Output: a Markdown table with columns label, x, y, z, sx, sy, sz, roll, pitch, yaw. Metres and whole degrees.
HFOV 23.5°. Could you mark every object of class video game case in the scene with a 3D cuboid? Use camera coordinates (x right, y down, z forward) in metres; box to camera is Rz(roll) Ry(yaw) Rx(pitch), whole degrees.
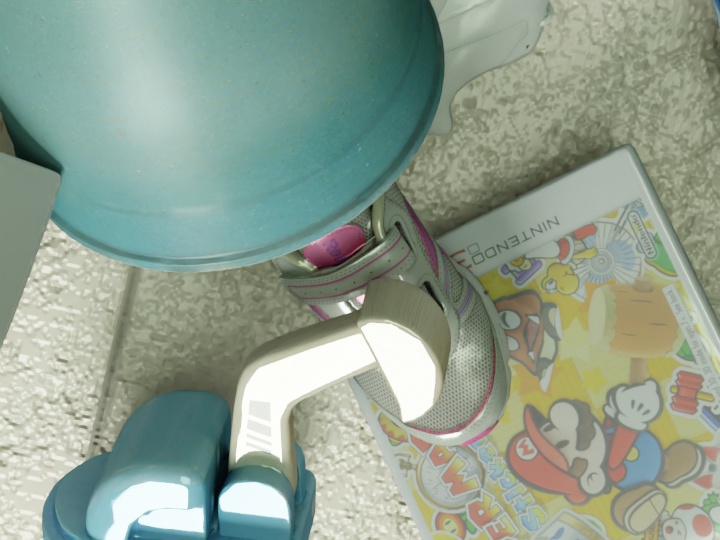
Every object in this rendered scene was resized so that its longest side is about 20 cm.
| label | x | y | z | sx | sy | sz | roll | pitch | yaw |
| --- | --- | --- | --- | --- | --- | --- | --- | --- | --- |
| video game case | 0.097 | 0.065 | 0.866 | 0.182 | 0.023 | 0.200 | -26 | 87 | 14 |

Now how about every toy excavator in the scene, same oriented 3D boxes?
| label | x | y | z | sx | sy | sz | roll | pitch | yaw |
| --- | --- | --- | --- | --- | --- | --- | --- | --- | --- |
| toy excavator | -0.058 | 0.092 | 0.818 | 0.194 | 0.100 | 0.200 | 5 | 123 | 8 |

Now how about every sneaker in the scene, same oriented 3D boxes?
| label | x | y | z | sx | sy | sz | roll | pitch | yaw |
| --- | --- | --- | --- | --- | --- | --- | --- | --- | --- |
| sneaker | 0.065 | -0.153 | 0.843 | 0.200 | 0.075 | 0.087 | -47 | 123 | 8 |
| sneaker | 0.000 | 0.000 | 0.829 | 0.081 | 0.088 | 0.200 | -34 | 88 | 13 |

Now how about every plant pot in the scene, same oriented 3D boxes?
| label | x | y | z | sx | sy | sz | roll | pitch | yaw |
| --- | --- | --- | --- | --- | --- | --- | --- | --- | --- |
| plant pot | -0.076 | -0.134 | 0.707 | 0.200 | 0.200 | 0.188 | -20 | 145 | -2 |

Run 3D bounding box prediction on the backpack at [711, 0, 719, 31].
| label | x | y | z | sx | sy | sz | roll | pitch | yaw |
| --- | --- | --- | --- | --- | --- | --- | --- | --- | --- |
| backpack | 0.240 | -0.158 | 0.828 | 0.163 | 0.154 | 0.200 | -19 | 93 | 5 |

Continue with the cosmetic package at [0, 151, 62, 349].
| label | x | y | z | sx | sy | sz | roll | pitch | yaw |
| --- | --- | --- | --- | --- | --- | --- | --- | --- | --- |
| cosmetic package | -0.207 | 0.006 | 0.768 | 0.107 | 0.200 | 0.085 | 21 | 70 | -13 |
